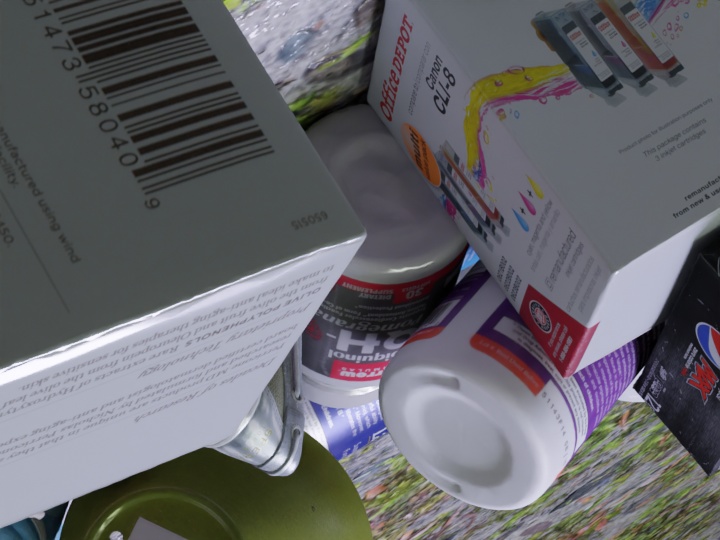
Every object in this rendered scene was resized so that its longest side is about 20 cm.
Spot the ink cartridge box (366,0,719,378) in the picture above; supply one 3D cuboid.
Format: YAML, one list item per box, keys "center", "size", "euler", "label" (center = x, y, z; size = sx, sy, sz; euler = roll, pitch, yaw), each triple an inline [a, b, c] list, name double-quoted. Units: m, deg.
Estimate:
- center: [0.118, -0.080, 1.333]
  size: [0.145, 0.200, 0.145]
  euler: [-29, 162, -17]
  label: "ink cartridge box"

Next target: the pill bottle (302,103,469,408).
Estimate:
- center: [0.000, 0.000, 1.471]
  size: [0.111, 0.111, 0.200]
  euler: [-27, 158, -21]
  label: "pill bottle"

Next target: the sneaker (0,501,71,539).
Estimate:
- center: [-0.226, 0.176, 1.538]
  size: [0.200, 0.079, 0.131]
  euler: [105, 9, -59]
  label: "sneaker"

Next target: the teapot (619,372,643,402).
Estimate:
- center: [0.187, -0.018, 1.751]
  size: [0.146, 0.197, 0.200]
  euler: [43, 72, -37]
  label: "teapot"

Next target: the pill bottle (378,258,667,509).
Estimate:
- center: [0.107, 0.032, 1.433]
  size: [0.200, 0.111, 0.111]
  euler: [-47, 174, -36]
  label: "pill bottle"

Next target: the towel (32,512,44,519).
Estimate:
- center: [-0.214, 0.063, 1.228]
  size: [0.034, 0.133, 0.200]
  euler: [-46, 163, 0]
  label: "towel"

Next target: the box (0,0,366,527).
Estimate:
- center: [-0.147, -0.021, 0.991]
  size: [0.200, 0.199, 0.171]
  euler: [-21, 160, -32]
  label: "box"

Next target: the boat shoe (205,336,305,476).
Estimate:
- center: [-0.059, 0.019, 1.325]
  size: [0.065, 0.202, 0.074]
  euler: [35, 122, -30]
  label: "boat shoe"

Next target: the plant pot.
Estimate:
- center: [-0.092, 0.166, 1.408]
  size: [0.187, 0.187, 0.200]
  euler: [-34, 174, 1]
  label: "plant pot"

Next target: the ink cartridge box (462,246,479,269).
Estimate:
- center: [0.123, -0.095, 1.507]
  size: [0.200, 0.084, 0.145]
  euler: [-26, 163, -21]
  label: "ink cartridge box"

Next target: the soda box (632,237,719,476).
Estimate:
- center: [0.204, 0.037, 1.342]
  size: [0.063, 0.071, 0.200]
  euler: [-35, 164, -16]
  label: "soda box"

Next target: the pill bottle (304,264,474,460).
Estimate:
- center: [-0.001, 0.047, 1.626]
  size: [0.200, 0.116, 0.116]
  euler: [-29, 164, -14]
  label: "pill bottle"
